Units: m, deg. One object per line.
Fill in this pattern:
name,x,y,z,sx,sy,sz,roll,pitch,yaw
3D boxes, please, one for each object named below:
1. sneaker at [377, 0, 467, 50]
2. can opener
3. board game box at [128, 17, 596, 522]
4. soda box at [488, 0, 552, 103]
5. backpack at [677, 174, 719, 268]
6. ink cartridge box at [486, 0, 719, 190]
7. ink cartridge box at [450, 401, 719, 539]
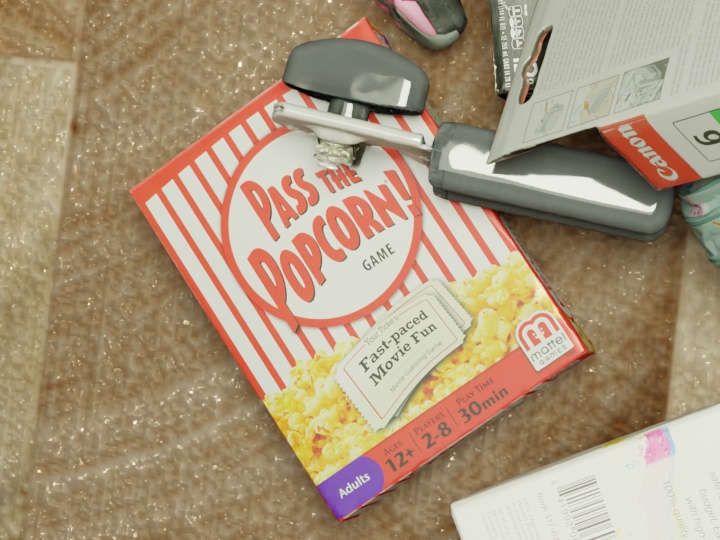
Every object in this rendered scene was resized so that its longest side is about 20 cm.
sneaker,0.020,-0.211,1.000,0.095,0.079,0.201,-23,84,0
can opener,0.052,-0.061,0.945,0.199,0.053,0.067,17,87,8
board game box,0.000,0.000,1.004,0.151,0.046,0.201,-36,80,9
soda box,0.095,-0.184,0.979,0.070,0.063,0.202,-6,87,13
backpack,0.242,-0.060,0.897,0.127,0.167,0.200,46,114,2
ink cartridge box,0.153,-0.096,0.863,0.199,0.050,0.109,-15,45,45
ink cartridge box,0.163,0.129,0.919,0.199,0.125,0.129,-21,84,12
